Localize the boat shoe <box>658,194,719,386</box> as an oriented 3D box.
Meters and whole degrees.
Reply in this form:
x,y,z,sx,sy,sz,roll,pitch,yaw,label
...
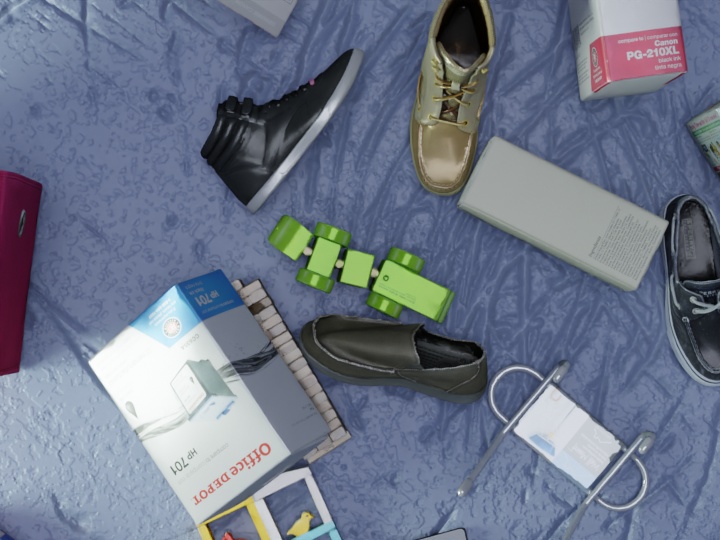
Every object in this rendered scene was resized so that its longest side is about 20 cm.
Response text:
x,y,z,sx,sy,sz,roll,pitch,yaw,label
0.349,0.020,1.568,0.072,0.068,0.201,-7,89,-1,boat shoe

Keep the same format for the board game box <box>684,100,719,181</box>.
x,y,z,sx,sy,sz,roll,pitch,yaw,label
0.412,-0.084,1.532,0.064,0.148,0.200,-32,90,0,board game box

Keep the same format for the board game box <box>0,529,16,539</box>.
x,y,z,sx,sy,sz,roll,pitch,yaw,label
-0.377,0.382,1.564,0.200,0.043,0.199,37,88,0,board game box

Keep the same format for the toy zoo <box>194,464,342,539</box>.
x,y,z,sx,sy,sz,roll,pitch,yaw,label
-0.084,0.289,1.581,0.131,0.020,0.200,-25,89,-1,toy zoo

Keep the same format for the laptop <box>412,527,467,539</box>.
x,y,z,sx,sy,sz,roll,pitch,yaw,label
0.045,0.374,1.517,0.199,0.116,0.188,-13,90,-13,laptop

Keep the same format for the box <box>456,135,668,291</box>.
x,y,z,sx,sy,sz,roll,pitch,yaw,label
0.204,-0.056,1.568,0.200,0.068,0.082,28,88,0,box

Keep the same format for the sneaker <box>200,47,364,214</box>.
x,y,z,sx,sy,sz,roll,pitch,yaw,label
-0.085,-0.164,1.564,0.099,0.071,0.200,38,93,-5,sneaker

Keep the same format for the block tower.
x,y,z,sx,sy,sz,roll,pitch,yaw,label
-0.081,0.099,1.568,0.054,0.058,0.200,-31,91,0,block tower

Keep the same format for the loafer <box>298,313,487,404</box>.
x,y,z,sx,sy,sz,roll,pitch,yaw,label
0.038,0.076,1.552,0.199,0.070,0.075,11,48,-8,loafer

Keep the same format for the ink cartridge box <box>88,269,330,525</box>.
x,y,z,sx,sy,sz,roll,pitch,yaw,label
-0.149,0.124,1.515,0.146,0.086,0.200,-40,80,28,ink cartridge box

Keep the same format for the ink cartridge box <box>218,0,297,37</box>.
x,y,z,sx,sy,sz,roll,pitch,yaw,label
-0.104,-0.362,1.555,0.161,0.050,0.200,29,90,-23,ink cartridge box

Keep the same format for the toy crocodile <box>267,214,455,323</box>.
x,y,z,sx,sy,sz,roll,pitch,yaw,label
0.000,0.000,1.574,0.200,0.062,0.068,20,88,-5,toy crocodile

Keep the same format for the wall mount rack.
x,y,z,sx,sy,sz,roll,pitch,yaw,label
0.196,0.194,1.560,0.200,0.075,0.174,40,89,1,wall mount rack

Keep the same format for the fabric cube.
x,y,z,sx,sy,sz,roll,pitch,yaw,label
-0.431,-0.005,1.495,0.199,0.196,0.200,7,89,-1,fabric cube

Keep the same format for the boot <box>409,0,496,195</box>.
x,y,z,sx,sy,sz,roll,pitch,yaw,label
0.093,-0.178,1.525,0.073,0.155,0.201,9,89,-1,boot

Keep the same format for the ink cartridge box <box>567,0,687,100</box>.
x,y,z,sx,sy,sz,roll,pitch,yaw,label
0.257,-0.280,1.534,0.084,0.145,0.201,-8,89,-2,ink cartridge box
